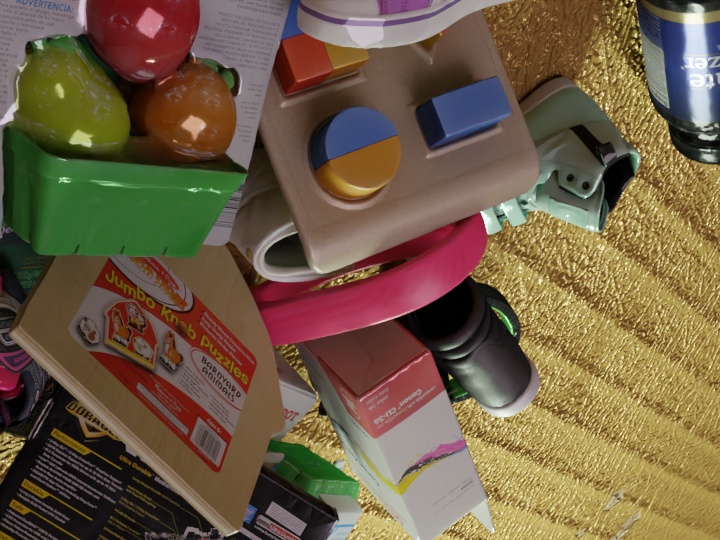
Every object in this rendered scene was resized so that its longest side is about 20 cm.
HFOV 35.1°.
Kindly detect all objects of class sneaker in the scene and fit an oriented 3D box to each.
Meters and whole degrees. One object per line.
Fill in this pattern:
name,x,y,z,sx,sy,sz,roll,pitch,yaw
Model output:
sneaker,-0.007,-0.048,0.802,0.197,0.116,0.075,-20,134,-26
sneaker,-0.232,0.073,0.725,0.079,0.076,0.201,-19,158,-9
sneaker,0.128,-0.055,0.903,0.200,0.118,0.074,-42,142,1
sneaker,0.042,-0.207,0.668,0.199,0.072,0.116,-29,134,-31
sneaker,0.055,0.024,0.865,0.071,0.200,0.100,-41,126,-5

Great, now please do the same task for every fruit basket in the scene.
fruit basket,-0.126,-0.111,0.624,0.183,0.093,0.204,-1,109,-44
fruit basket,-0.078,0.229,0.836,0.203,0.093,0.185,-67,159,-4

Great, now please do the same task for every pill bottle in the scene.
pill bottle,0.285,-0.184,0.924,0.111,0.112,0.201,-36,139,-7

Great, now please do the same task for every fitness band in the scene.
fitness band,0.000,0.000,0.815,0.038,0.197,0.144,66,32,-14

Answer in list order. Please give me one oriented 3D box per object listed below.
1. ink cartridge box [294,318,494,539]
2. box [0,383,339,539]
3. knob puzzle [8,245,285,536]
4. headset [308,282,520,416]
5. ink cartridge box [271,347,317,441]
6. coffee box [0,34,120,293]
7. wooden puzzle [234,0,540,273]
ink cartridge box,0.027,0.124,0.867,0.067,0.116,0.202,-32,125,-14
box,-0.136,0.174,0.725,0.161,0.198,0.049,-60,-177,-5
knob puzzle,-0.121,0.040,0.709,0.030,0.223,0.218,-32,146,27
headset,0.051,0.079,0.976,0.196,0.094,0.125,-7,130,-19
ink cartridge box,-0.145,0.127,0.843,0.200,0.084,0.146,-46,156,2
coffee box,-0.210,-0.076,0.666,0.121,0.044,0.202,-4,127,-37
wooden puzzle,0.018,-0.122,0.729,0.183,0.046,0.203,-21,94,-24
